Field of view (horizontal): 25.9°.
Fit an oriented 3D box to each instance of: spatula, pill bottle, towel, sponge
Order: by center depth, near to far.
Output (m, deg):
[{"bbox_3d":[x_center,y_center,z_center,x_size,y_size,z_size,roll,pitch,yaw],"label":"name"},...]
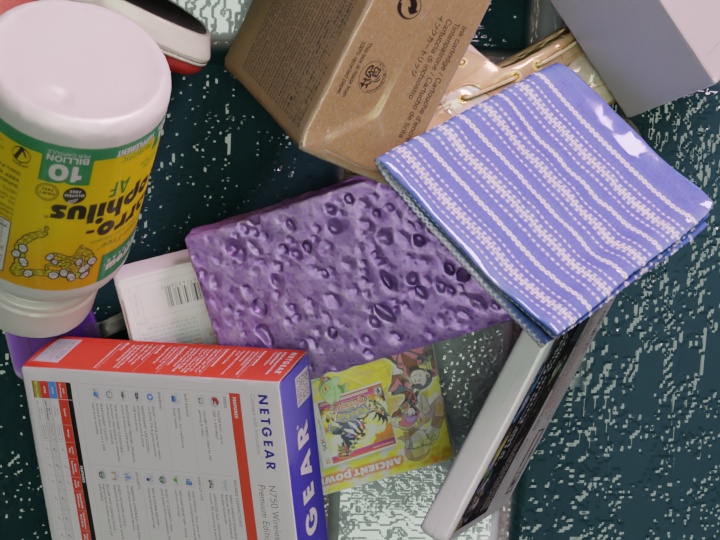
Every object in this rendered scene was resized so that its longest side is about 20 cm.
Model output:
[{"bbox_3d":[0.115,-0.048,0.920,0.145,0.200,0.024,47,133,11],"label":"towel"},{"bbox_3d":[-0.186,-0.053,0.949,0.112,0.113,0.201,14,135,-10],"label":"pill bottle"},{"bbox_3d":[0.000,0.000,0.974,0.198,0.030,0.112,-17,101,9],"label":"sponge"},{"bbox_3d":[-0.139,0.028,1.053,0.198,0.021,0.057,-14,109,-8],"label":"spatula"}]

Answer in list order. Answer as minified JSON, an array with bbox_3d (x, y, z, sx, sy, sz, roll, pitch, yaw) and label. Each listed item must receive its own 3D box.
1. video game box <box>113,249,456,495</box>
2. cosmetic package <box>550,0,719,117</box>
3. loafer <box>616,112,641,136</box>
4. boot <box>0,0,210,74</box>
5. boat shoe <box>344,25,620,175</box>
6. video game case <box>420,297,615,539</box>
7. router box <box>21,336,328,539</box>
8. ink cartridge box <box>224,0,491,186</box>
[{"bbox_3d":[-0.048,0.063,1.048,0.198,0.047,0.184,-14,105,-9],"label":"video game box"},{"bbox_3d":[0.169,-0.211,0.994,0.200,0.090,0.107,51,56,-12],"label":"cosmetic package"},{"bbox_3d":[0.105,-0.045,1.027,0.200,0.070,0.070,-42,118,-19],"label":"loafer"},{"bbox_3d":[-0.203,-0.124,0.997,0.198,0.072,0.145,16,106,-10],"label":"boot"},{"bbox_3d":[0.076,-0.117,1.030,0.199,0.074,0.070,-20,100,-13],"label":"boat shoe"},{"bbox_3d":[0.112,0.074,1.020,0.023,0.182,0.201,29,97,15],"label":"video game case"},{"bbox_3d":[-0.113,0.147,0.999,0.178,0.049,0.202,3,111,20],"label":"router box"},{"bbox_3d":[0.009,-0.175,0.945,0.075,0.165,0.201,20,106,-28],"label":"ink cartridge box"}]
